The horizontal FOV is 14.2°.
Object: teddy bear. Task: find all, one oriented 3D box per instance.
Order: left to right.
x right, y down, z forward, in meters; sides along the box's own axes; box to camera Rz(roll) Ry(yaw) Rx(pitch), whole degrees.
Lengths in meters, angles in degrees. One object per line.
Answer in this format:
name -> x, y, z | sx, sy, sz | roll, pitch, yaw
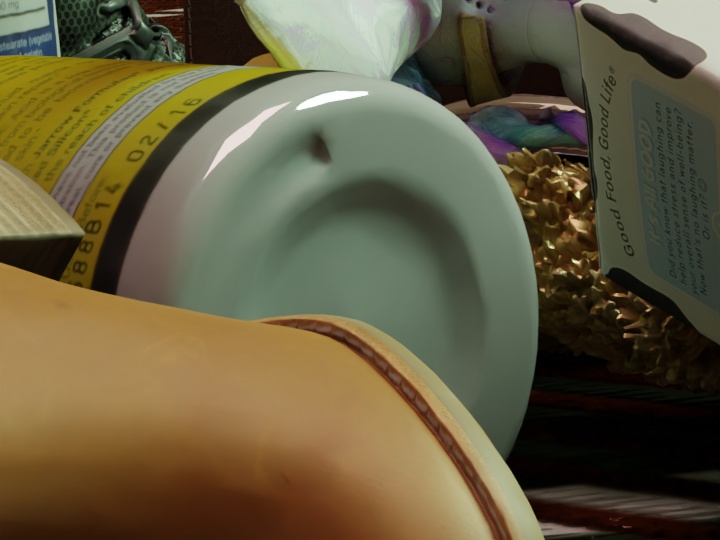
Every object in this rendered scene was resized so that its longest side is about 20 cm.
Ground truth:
teddy bear -> 0.106, 0.011, 0.677 | 0.199, 0.067, 0.145 | 6, -10, 12

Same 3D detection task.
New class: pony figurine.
pony figurine -> 0.006, -0.095, 0.737 | 0.199, 0.193, 0.167 | 13, 63, 40

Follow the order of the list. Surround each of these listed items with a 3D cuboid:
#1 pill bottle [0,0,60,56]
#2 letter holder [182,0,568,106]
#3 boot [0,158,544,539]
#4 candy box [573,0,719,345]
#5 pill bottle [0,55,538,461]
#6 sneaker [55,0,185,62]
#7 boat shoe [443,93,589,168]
pill bottle -> -0.155, -0.084, 0.953 | 0.110, 0.201, 0.111 | -5, 10, 1
letter holder -> 0.052, -0.106, 0.881 | 0.199, 0.143, 0.100 | 4, 13, 31
boot -> -0.078, 0.040, 0.500 | 0.199, 0.074, 0.154 | 28, 24, 34
candy box -> 0.168, -0.025, 0.560 | 0.167, 0.072, 0.200 | -32, 42, -26
pill bottle -> -0.062, 0.006, 0.676 | 0.111, 0.112, 0.199 | -14, 14, -39
sneaker -> -0.072, -0.073, 1.098 | 0.198, 0.115, 0.076 | -4, 12, -5
boat shoe -> 0.000, 0.000, 0.826 | 0.199, 0.075, 0.073 | -8, 21, 25
